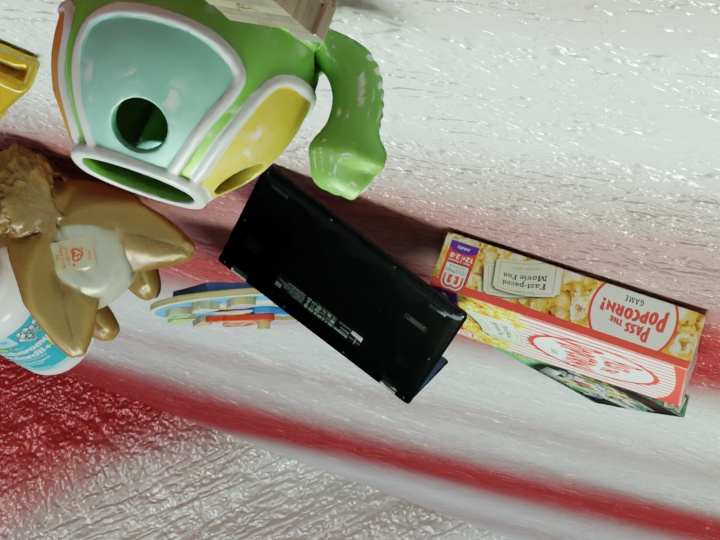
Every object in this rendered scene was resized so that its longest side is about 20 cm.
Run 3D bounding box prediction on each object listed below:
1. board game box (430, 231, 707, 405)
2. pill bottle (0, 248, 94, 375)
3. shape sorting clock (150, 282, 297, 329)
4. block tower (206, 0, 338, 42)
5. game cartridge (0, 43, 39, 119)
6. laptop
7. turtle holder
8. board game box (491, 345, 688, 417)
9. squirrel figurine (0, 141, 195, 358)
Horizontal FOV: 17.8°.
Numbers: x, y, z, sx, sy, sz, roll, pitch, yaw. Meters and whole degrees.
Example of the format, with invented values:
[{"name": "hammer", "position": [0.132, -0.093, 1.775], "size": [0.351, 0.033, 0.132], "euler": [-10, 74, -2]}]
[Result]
[{"name": "board game box", "position": [0.157, 0.038, 1.742], "size": [0.200, 0.046, 0.152], "euler": [18, 169, 10]}, {"name": "pill bottle", "position": [-0.378, 0.037, 2.505], "size": [0.111, 0.111, 0.200], "euler": [14, 168, 28]}, {"name": "shape sorting clock", "position": [-0.085, 0.032, 2.026], "size": [0.200, 0.039, 0.200], "euler": [-2, 177, 0]}, {"name": "block tower", "position": [-0.078, -0.176, 1.096], "size": [0.058, 0.054, 0.200], "euler": [13, 167, 34]}, {"name": "game cartridge", "position": [-0.336, -0.159, 1.690], "size": [0.176, 0.032, 0.200], "euler": [23, 168, -14]}, {"name": "laptop", "position": [0.000, 0.000, 1.790], "size": [0.187, 0.116, 0.200], "euler": [37, 142, 5]}, {"name": "turtle holder", "position": [-0.082, -0.100, 1.265], "size": [0.185, 0.132, 0.141], "euler": [24, 168, -19]}, {"name": "board game box", "position": [0.182, 0.079, 1.961], "size": [0.105, 0.023, 0.200], "euler": [11, 167, 47]}, {"name": "squirrel figurine", "position": [-0.260, -0.033, 1.988], "size": [0.200, 0.142, 0.187], "euler": [41, 178, -10]}]
